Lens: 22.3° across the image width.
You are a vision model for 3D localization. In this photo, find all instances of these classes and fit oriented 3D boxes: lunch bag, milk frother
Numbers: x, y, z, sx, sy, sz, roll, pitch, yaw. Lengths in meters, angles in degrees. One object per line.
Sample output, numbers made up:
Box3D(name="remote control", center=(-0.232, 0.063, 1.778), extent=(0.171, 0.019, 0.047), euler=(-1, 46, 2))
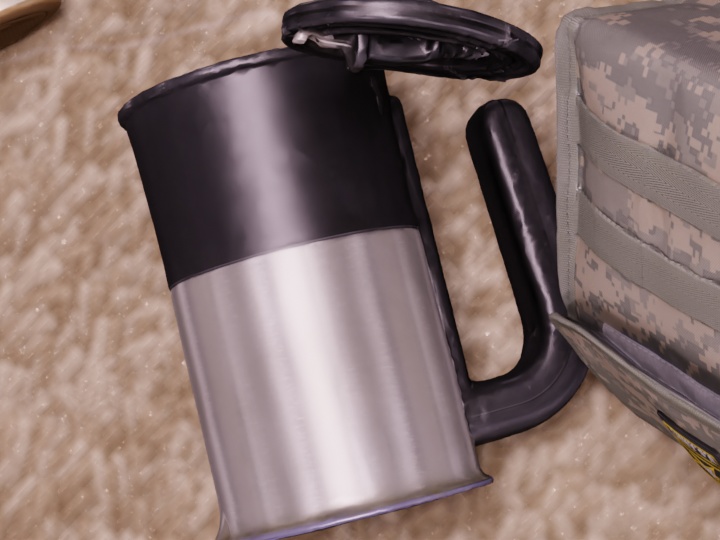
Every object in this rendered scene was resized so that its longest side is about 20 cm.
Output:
Box3D(name="lunch bag", center=(0.154, 0.010, 0.661), extent=(0.117, 0.164, 0.201), euler=(-19, 123, -26))
Box3D(name="milk frother", center=(0.000, 0.000, 0.712), extent=(0.180, 0.200, 0.189), euler=(-15, 84, 7))

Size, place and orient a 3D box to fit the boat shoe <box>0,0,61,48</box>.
Box3D(name="boat shoe", center=(-0.235, -0.115, 0.824), extent=(0.199, 0.074, 0.069), euler=(-16, 90, 10))
